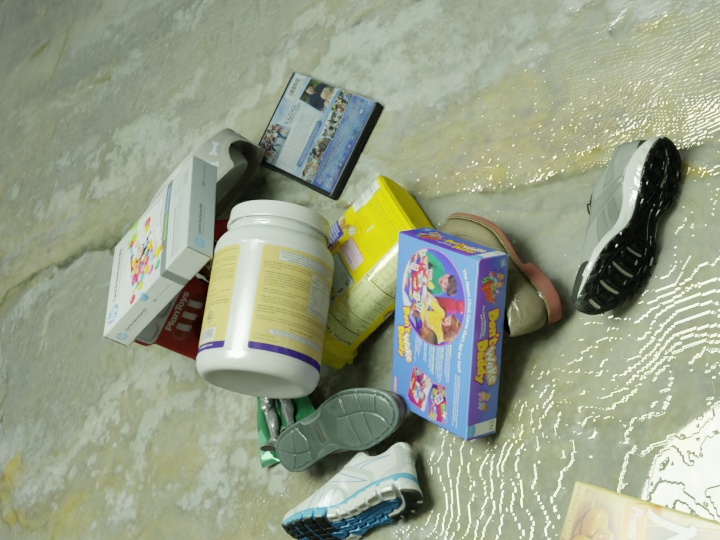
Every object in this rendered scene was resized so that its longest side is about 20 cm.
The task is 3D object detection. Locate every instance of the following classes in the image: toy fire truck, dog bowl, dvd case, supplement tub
[{"bbox_3d":[-0.216,0.023,1.602,0.112,0.167,0.202,28,91,46],"label":"toy fire truck"},{"bbox_3d":[-0.220,-0.114,1.657,0.059,0.200,0.200,42,106,2],"label":"dog bowl"},{"bbox_3d":[-0.064,-0.192,1.666,0.199,0.017,0.144,28,92,46],"label":"dvd case"},{"bbox_3d":[-0.107,0.035,1.385,0.144,0.145,0.203,-9,65,40],"label":"supplement tub"}]

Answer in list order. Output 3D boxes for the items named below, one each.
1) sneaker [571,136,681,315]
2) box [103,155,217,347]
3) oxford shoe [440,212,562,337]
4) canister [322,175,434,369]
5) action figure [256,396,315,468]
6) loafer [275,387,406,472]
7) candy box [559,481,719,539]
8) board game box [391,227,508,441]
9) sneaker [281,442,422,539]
[{"bbox_3d":[0.270,-0.046,1.252,0.079,0.074,0.202,10,72,55],"label":"sneaker"},{"bbox_3d":[-0.249,-0.023,1.480,0.200,0.041,0.157,-43,35,36],"label":"box"},{"bbox_3d":[0.138,0.001,1.328,0.074,0.071,0.200,-26,41,-19],"label":"oxford shoe"},{"bbox_3d":[0.000,0.000,1.469,0.200,0.086,0.149,-45,48,16],"label":"canister"},{"bbox_3d":[-0.115,0.137,1.540,0.118,0.054,0.202,-39,45,27],"label":"action figure"},{"bbox_3d":[-0.017,0.181,1.404,0.199,0.063,0.073,-28,81,37],"label":"loafer"},{"bbox_3d":[0.276,0.278,1.098,0.198,0.055,0.117,9,77,45],"label":"candy box"},{"bbox_3d":[0.095,0.067,1.307,0.134,0.044,0.203,22,115,49],"label":"board game box"},{"bbox_3d":[-0.008,0.257,1.380,0.198,0.075,0.088,-27,41,29],"label":"sneaker"}]
